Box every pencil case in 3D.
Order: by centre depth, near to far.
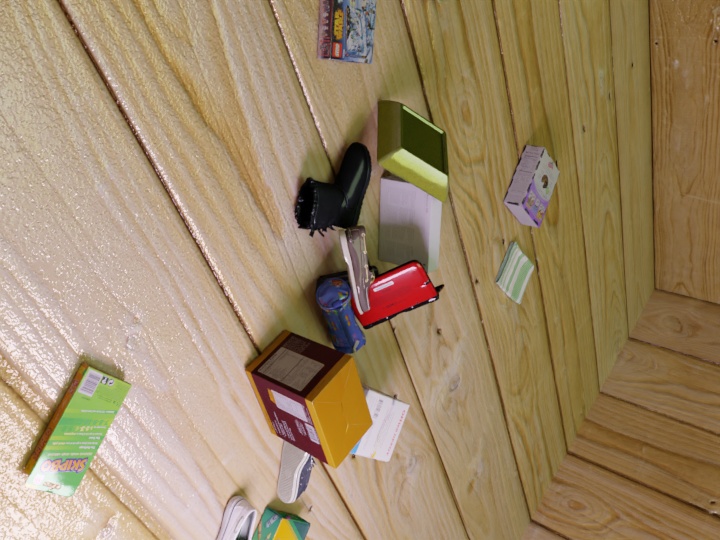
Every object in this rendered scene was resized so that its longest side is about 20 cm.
[{"bbox_3d":[-0.041,0.109,1.503,0.077,0.087,0.202,-26,139,-9],"label":"pencil case"}]

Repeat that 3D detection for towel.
[{"bbox_3d":[0.513,0.010,2.239,0.199,0.023,0.155,38,74,-51],"label":"towel"}]

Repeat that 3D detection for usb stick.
[{"bbox_3d":[-0.028,0.025,1.559,0.198,0.032,0.057,-12,122,-49],"label":"usb stick"}]

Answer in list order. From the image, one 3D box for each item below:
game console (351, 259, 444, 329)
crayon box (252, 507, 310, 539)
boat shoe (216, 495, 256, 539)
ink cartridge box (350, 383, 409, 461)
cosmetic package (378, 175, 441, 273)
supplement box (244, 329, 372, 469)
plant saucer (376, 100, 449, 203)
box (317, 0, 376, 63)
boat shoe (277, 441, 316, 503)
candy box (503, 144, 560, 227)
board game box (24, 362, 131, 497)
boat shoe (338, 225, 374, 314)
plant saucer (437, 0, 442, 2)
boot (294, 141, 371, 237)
[{"bbox_3d":[0.080,0.045,1.582,0.174,0.197,0.120,56,20,-31],"label":"game console"},{"bbox_3d":[-0.204,0.652,1.538,0.118,0.057,0.203,38,73,-50],"label":"crayon box"},{"bbox_3d":[-0.267,0.583,1.428,0.073,0.066,0.205,2,101,-51],"label":"boat shoe"},{"bbox_3d":[-0.007,0.345,1.606,0.199,0.143,0.150,33,77,-51],"label":"ink cartridge box"},{"bbox_3d":[0.116,-0.111,1.595,0.051,0.149,0.205,-18,117,-45],"label":"cosmetic package"},{"bbox_3d":[-0.105,0.264,1.410,0.133,0.197,0.201,-43,133,-34],"label":"supplement box"},{"bbox_3d":[0.127,-0.277,1.501,0.197,0.048,0.204,25,48,-28],"label":"plant saucer"},{"bbox_3d":[-0.024,-0.526,1.362,0.135,0.039,0.205,-14,113,-50],"label":"box"},{"bbox_3d":[-0.137,0.427,1.534,0.062,0.074,0.205,-4,112,-51],"label":"boat shoe"},{"bbox_3d":[0.543,-0.265,2.140,0.167,0.071,0.204,33,77,-51],"label":"candy box"},{"bbox_3d":[-0.461,0.262,1.104,0.095,0.030,0.204,40,68,-49],"label":"board game box"},{"bbox_3d":[0.000,0.000,1.459,0.058,0.072,0.204,-15,115,-4],"label":"boat shoe"},{"bbox_3d":[0.211,-0.739,1.563,0.199,0.047,0.204,-32,126,-42],"label":"plant saucer"},{"bbox_3d":[-0.059,-0.172,1.420,0.161,0.072,0.203,-5,110,-51],"label":"boot"}]
